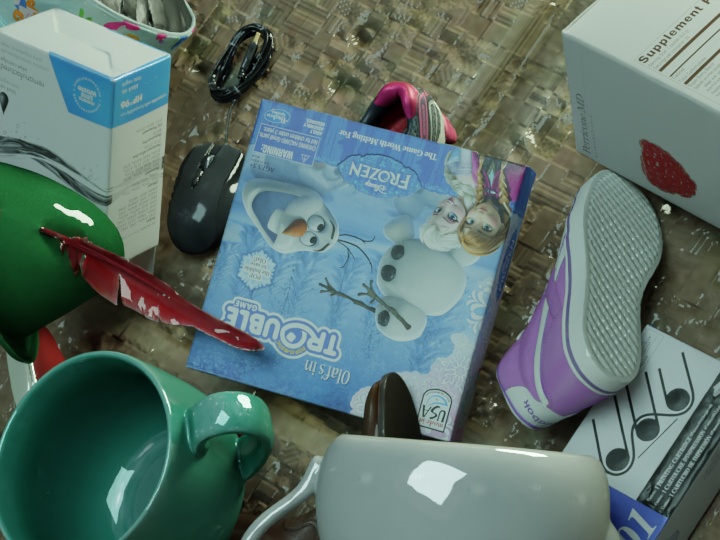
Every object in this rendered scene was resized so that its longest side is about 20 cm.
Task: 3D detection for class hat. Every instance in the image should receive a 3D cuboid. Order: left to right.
[{"bbox_3d":[-0.181,-0.032,1.753,0.176,0.200,0.166,-19,18,7],"label":"hat"}]

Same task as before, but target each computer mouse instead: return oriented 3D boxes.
[{"bbox_3d":[-0.106,-0.104,1.898,0.059,0.034,0.200,1,64,24],"label":"computer mouse"}]

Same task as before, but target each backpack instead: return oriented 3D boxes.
[{"bbox_3d":[-0.230,-0.222,1.929,0.151,0.177,0.200,-50,56,20],"label":"backpack"}]

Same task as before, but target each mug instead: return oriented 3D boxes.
[{"bbox_3d":[-0.141,0.145,1.661,0.185,0.114,0.152,14,78,39],"label":"mug"}]

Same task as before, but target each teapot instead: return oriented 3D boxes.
[{"bbox_3d":[0.057,0.180,1.550,0.200,0.197,0.146,1,84,47],"label":"teapot"}]

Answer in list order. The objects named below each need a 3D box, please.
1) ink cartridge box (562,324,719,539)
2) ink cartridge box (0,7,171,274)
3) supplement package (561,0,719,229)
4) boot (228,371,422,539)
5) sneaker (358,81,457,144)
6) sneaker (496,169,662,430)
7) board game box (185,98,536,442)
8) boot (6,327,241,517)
[{"bbox_3d":[0.178,0.142,1.641,0.094,0.044,0.200,28,78,34],"label":"ink cartridge box"},{"bbox_3d":[-0.209,-0.077,1.830,0.116,0.200,0.068,24,34,28],"label":"ink cartridge box"},{"bbox_3d":[0.251,-0.113,1.682,0.200,0.121,0.120,32,62,33],"label":"supplement package"},{"bbox_3d":[-0.058,0.164,1.702,0.200,0.064,0.187,-2,80,27],"label":"boot"},{"bbox_3d":[-0.009,-0.047,1.803,0.081,0.075,0.200,22,75,30],"label":"sneaker"},{"bbox_3d":[0.140,0.022,1.706,0.114,0.073,0.201,-40,22,41],"label":"sneaker"},{"bbox_3d":[0.000,0.000,1.738,0.200,0.043,0.199,15,88,15],"label":"board game box"},{"bbox_3d":[-0.165,0.102,1.796,0.144,0.072,0.200,-30,65,6],"label":"boot"}]
